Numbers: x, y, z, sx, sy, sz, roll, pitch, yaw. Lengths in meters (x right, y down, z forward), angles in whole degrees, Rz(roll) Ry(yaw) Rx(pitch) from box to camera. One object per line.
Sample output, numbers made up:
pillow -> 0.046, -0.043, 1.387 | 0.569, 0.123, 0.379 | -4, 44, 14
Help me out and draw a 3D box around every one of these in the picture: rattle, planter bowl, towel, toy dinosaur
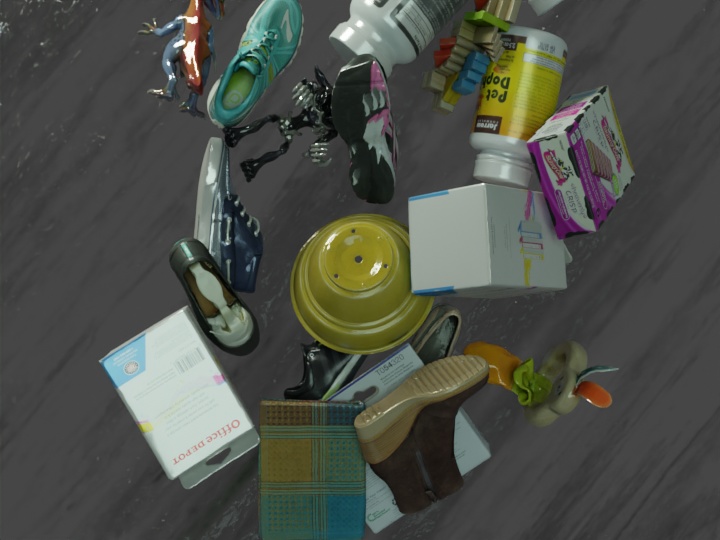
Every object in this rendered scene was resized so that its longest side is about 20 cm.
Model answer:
rattle -> 0.237, 0.127, 1.609 | 0.130, 0.200, 0.143 | -43, 95, -5
planter bowl -> 0.000, 0.000, 1.596 | 0.196, 0.084, 0.204 | -2, 66, 5
towel -> -0.064, 0.264, 1.614 | 0.144, 0.022, 0.204 | 2, 108, 2
toy dinosaur -> -0.203, -0.294, 1.577 | 0.104, 0.199, 0.185 | 22, 79, -34

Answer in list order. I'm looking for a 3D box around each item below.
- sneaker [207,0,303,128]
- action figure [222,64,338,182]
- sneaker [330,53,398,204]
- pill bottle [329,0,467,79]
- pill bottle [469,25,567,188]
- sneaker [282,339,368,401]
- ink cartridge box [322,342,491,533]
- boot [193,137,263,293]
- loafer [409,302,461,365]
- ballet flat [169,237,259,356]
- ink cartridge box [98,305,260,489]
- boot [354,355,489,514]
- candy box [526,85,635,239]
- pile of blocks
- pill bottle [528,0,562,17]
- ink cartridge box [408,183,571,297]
sneaker -> -0.134, -0.276, 1.617 | 0.077, 0.080, 0.202 | 29, 86, -7
action figure -> -0.076, -0.191, 1.613 | 0.198, 0.102, 0.120 | -29, 111, -10
sneaker -> 0.010, -0.194, 1.611 | 0.079, 0.087, 0.203 | 4, 124, 11
pill bottle -> 0.057, -0.350, 1.623 | 0.116, 0.116, 0.200 | 43, 86, -6
pill bottle -> 0.209, -0.218, 1.647 | 0.107, 0.109, 0.204 | 12, 89, -7
sneaker -> -0.039, 0.111, 1.638 | 0.082, 0.072, 0.202 | 30, 87, -5
ink cartridge box -> 0.042, 0.219, 1.630 | 0.195, 0.043, 0.201 | -34, 103, 9
boot -> -0.172, -0.071, 1.626 | 0.089, 0.073, 0.204 | 6, 98, -14
loafer -> 0.082, 0.138, 1.658 | 0.071, 0.063, 0.203 | 25, 87, -8
ballet flat -> -0.185, 0.048, 1.580 | 0.068, 0.068, 0.201 | -37, 123, -7
ink cartridge box -> -0.229, 0.166, 1.587 | 0.127, 0.125, 0.202 | -30, 94, -6
boot -> 0.101, 0.213, 1.587 | 0.198, 0.073, 0.168 | -28, 119, 3
candy box -> 0.294, -0.145, 1.609 | 0.060, 0.200, 0.138 | -11, 109, 31
pile of blocks -> 0.140, -0.297, 1.621 | 0.061, 0.082, 0.202 | 17, 114, -28
pill bottle -> 0.224, -0.453, 1.644 | 0.114, 0.114, 0.201 | -35, 94, -6
ink cartridge box -> 0.174, -0.034, 1.596 | 0.198, 0.127, 0.128 | 3, 82, -49
